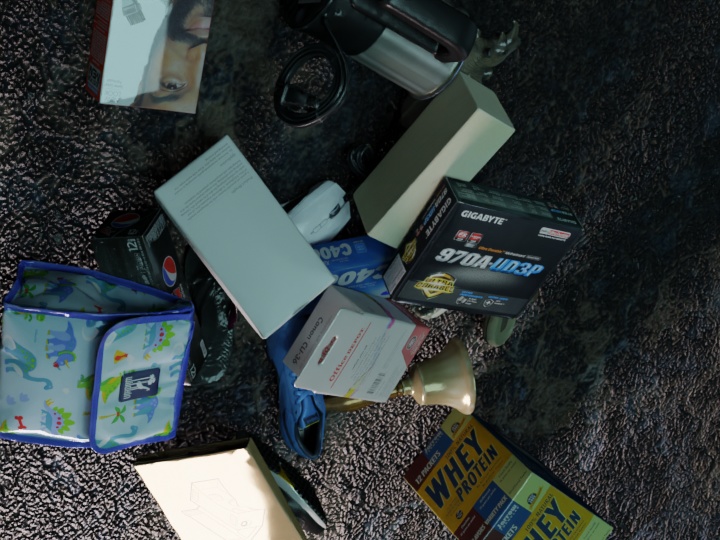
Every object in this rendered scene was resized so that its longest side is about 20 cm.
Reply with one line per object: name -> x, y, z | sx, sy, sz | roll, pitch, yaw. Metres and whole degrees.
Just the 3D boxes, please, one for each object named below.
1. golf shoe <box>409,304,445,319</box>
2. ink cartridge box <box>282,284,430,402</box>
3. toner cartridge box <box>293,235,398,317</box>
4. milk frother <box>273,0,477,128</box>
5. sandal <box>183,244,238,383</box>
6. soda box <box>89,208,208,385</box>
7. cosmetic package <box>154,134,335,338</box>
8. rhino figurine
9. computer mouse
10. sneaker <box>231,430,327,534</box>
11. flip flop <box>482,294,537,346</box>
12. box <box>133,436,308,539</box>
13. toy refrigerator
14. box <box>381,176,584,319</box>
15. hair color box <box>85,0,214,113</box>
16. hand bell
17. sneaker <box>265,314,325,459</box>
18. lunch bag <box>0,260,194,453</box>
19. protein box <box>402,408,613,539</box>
golf shoe -> 0.153, -0.004, 1.503 | 0.200, 0.078, 0.097 | -48, 131, 0
ink cartridge box -> -0.013, 0.089, 1.394 | 0.199, 0.067, 0.117 | 18, 107, -55
toner cartridge box -> 0.000, 0.000, 1.411 | 0.197, 0.044, 0.095 | -12, 152, -24
milk frother -> 0.011, -0.233, 1.258 | 0.186, 0.181, 0.202 | 23, 104, -33
sandal -> -0.170, 0.046, 1.361 | 0.074, 0.048, 0.204 | -7, 116, -25
soda box -> -0.236, 0.033, 1.294 | 0.070, 0.064, 0.203 | -2, 121, 18
cosmetic package -> -0.130, -0.036, 1.273 | 0.107, 0.085, 0.201 | -36, 96, -8
rhino figurine -> 0.121, -0.223, 1.345 | 0.086, 0.060, 0.200 | 2, 146, -39
computer mouse -> -0.044, -0.065, 1.383 | 0.199, 0.044, 0.111 | -34, 125, -11
sneaker -> -0.126, 0.292, 1.492 | 0.090, 0.070, 0.200 | -38, 124, 6
flip flop -> 0.205, 0.036, 1.517 | 0.081, 0.057, 0.202 | -33, 146, -31
box -> -0.170, 0.295, 1.435 | 0.161, 0.021, 0.202 | -12, 124, 19
toy refrigerator -> 0.084, -0.122, 1.322 | 0.069, 0.076, 0.200 | 22, 121, -35
box -> 0.145, -0.021, 1.362 | 0.198, 0.046, 0.160 | 10, 129, -33
hair color box -> -0.213, -0.273, 1.185 | 0.109, 0.064, 0.203 | 1, 112, -30
hand bell -> 0.043, 0.156, 1.515 | 0.197, 0.104, 0.106 | -9, 116, -14
sneaker -> -0.073, 0.144, 1.442 | 0.065, 0.078, 0.203 | -14, 116, -20
lunch bag -> -0.286, 0.099, 1.241 | 0.197, 0.128, 0.172 | 8, 117, -10
protein box -> 0.204, 0.323, 1.599 | 0.199, 0.198, 0.136 | 36, 92, -35
